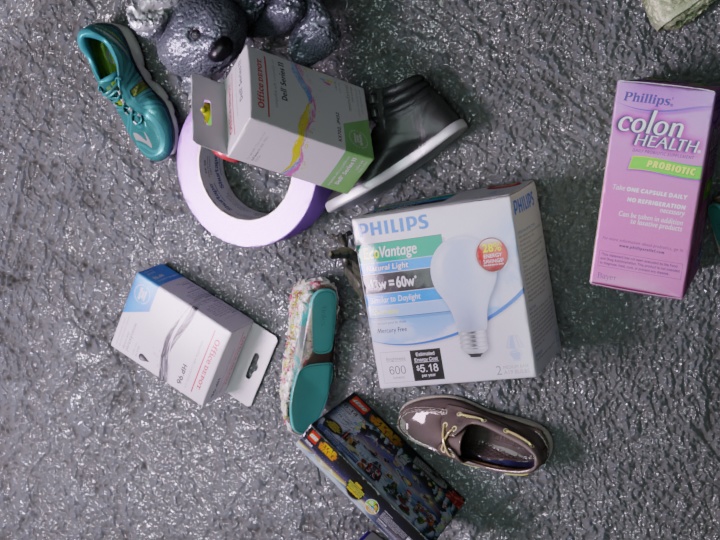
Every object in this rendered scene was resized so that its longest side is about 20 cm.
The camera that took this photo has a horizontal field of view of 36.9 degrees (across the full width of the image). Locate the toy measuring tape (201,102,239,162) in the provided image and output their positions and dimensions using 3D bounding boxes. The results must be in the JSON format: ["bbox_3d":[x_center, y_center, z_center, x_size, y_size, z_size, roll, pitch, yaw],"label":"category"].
[{"bbox_3d":[-0.118,-0.147,1.272,0.198,0.073,0.075,30,110,15],"label":"toy measuring tape"}]

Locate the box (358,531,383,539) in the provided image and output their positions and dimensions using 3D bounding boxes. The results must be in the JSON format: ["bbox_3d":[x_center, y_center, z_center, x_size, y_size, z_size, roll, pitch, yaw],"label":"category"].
[{"bbox_3d":[-0.030,0.460,1.355,0.104,0.183,0.202,37,111,14],"label":"box"}]

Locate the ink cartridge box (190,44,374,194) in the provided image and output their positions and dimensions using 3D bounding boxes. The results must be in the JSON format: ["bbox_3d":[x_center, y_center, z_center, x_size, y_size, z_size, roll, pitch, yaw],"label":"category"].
[{"bbox_3d":[-0.088,-0.174,1.211,0.067,0.197,0.119,-47,39,41],"label":"ink cartridge box"}]

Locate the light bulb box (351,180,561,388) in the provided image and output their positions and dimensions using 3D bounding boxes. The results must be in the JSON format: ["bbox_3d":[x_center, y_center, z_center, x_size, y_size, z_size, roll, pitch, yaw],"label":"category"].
[{"bbox_3d":[0.112,0.016,1.245,0.195,0.125,0.204,-8,98,24],"label":"light bulb box"}]

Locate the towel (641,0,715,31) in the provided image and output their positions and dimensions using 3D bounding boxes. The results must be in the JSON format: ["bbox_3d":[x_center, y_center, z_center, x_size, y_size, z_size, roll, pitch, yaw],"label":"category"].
[{"bbox_3d":[0.361,-0.360,1.119,0.198,0.036,0.150,-32,86,25],"label":"towel"}]

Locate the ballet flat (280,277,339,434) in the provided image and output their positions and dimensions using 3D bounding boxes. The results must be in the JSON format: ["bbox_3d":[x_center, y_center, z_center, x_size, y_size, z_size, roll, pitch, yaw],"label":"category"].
[{"bbox_3d":[-0.068,0.103,1.370,0.064,0.075,0.204,25,108,52],"label":"ballet flat"}]

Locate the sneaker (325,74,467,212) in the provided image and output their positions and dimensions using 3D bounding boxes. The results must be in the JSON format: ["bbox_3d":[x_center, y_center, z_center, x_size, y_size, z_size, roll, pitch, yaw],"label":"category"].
[{"bbox_3d":[0.023,-0.155,1.285,0.199,0.071,0.100,-34,84,19],"label":"sneaker"}]

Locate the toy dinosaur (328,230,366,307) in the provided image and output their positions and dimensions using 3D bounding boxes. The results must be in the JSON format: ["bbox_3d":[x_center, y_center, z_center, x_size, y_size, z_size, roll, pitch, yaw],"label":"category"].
[{"bbox_3d":[0.000,0.000,1.292,0.047,0.201,0.089,-20,53,10],"label":"toy dinosaur"}]

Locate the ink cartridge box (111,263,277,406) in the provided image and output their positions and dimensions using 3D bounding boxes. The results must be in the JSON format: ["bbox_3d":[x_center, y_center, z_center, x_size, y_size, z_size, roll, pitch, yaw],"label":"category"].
[{"bbox_3d":[-0.221,0.094,1.430,0.198,0.068,0.118,30,110,15],"label":"ink cartridge box"}]

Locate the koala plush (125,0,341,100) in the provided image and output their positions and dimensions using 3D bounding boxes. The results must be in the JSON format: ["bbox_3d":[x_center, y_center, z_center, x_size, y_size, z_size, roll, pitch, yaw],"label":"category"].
[{"bbox_3d":[-0.158,-0.298,1.256,0.199,0.177,0.185,-38,47,6],"label":"koala plush"}]

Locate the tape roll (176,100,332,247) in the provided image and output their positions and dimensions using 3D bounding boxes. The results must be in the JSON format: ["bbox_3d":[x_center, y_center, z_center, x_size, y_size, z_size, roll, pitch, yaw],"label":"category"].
[{"bbox_3d":[-0.131,-0.134,1.353,0.196,0.065,0.205,4,102,21],"label":"tape roll"}]

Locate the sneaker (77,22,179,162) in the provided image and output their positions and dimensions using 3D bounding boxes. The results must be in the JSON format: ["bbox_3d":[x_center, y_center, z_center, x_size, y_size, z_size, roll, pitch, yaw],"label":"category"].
[{"bbox_3d":[-0.307,-0.229,1.401,0.077,0.079,0.202,-31,87,24],"label":"sneaker"}]

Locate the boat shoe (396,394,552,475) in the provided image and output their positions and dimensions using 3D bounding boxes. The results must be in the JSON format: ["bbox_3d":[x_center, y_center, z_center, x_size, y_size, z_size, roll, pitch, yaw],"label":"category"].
[{"bbox_3d":[0.131,0.201,1.306,0.196,0.059,0.073,12,105,20],"label":"boat shoe"}]

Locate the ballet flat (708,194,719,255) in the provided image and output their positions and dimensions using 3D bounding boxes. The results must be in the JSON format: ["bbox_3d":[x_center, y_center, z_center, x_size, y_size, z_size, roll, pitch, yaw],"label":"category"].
[{"bbox_3d":[0.424,0.009,1.146,0.063,0.076,0.204,-16,100,-9],"label":"ballet flat"}]

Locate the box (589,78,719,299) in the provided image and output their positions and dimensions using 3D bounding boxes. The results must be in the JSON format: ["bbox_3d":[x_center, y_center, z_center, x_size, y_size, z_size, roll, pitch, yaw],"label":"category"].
[{"bbox_3d":[0.310,-0.091,1.113,0.095,0.175,0.204,9,103,21],"label":"box"}]

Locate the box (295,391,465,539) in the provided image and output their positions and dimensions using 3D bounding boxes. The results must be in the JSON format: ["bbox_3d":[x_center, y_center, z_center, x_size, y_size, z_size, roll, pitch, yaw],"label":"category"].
[{"bbox_3d":[0.028,0.248,1.317,0.200,0.137,0.040,43,112,9],"label":"box"}]
